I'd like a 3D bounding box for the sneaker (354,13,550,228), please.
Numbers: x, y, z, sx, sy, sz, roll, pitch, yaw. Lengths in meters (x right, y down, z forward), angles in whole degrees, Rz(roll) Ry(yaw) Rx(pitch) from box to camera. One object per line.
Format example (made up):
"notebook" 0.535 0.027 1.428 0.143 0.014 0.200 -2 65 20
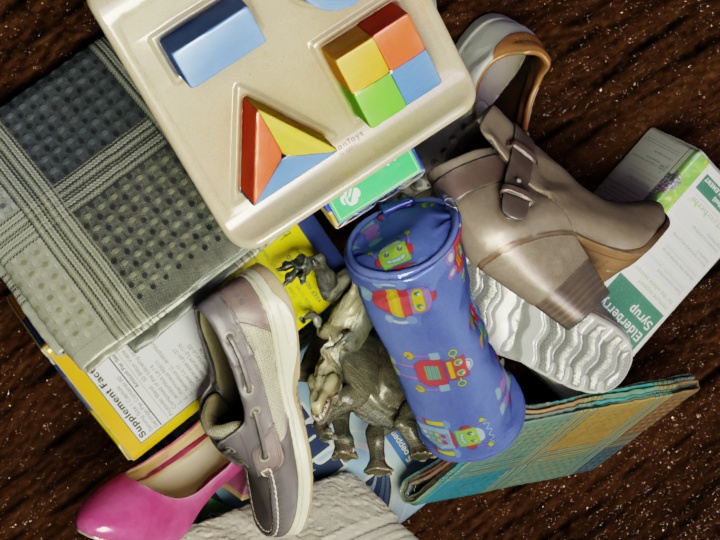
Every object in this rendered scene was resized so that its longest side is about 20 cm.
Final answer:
"sneaker" 0.064 -0.086 1.549 0.073 0.085 0.201 25 99 -30

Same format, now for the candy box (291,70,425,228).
"candy box" -0.051 -0.150 1.429 0.077 0.169 0.200 -32 117 -3

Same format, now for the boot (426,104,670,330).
"boot" 0.128 -0.050 1.493 0.070 0.200 0.146 -39 92 33

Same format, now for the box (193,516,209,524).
"box" -0.092 0.267 1.557 0.199 0.104 0.149 10 120 -9

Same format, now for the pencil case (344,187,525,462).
"pencil case" 0.050 0.036 1.436 0.078 0.087 0.200 -13 133 10

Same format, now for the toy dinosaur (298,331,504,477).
"toy dinosaur" 0.005 0.081 1.538 0.199 0.077 0.103 15 62 -25

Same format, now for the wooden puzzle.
"wooden puzzle" -0.040 -0.133 1.318 0.185 0.046 0.200 -33 117 -6

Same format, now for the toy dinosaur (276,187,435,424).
"toy dinosaur" 0.000 0.000 1.454 0.200 0.047 0.088 -57 136 -10

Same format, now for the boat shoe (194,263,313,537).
"boat shoe" -0.074 0.092 1.430 0.065 0.072 0.201 -18 125 -23

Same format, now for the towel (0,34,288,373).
"towel" -0.157 -0.052 1.430 0.192 0.200 0.035 -36 157 -9

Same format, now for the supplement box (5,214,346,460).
"supplement box" -0.122 0.012 1.493 0.200 0.109 0.109 -38 118 -7

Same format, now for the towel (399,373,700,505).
"towel" 0.139 0.123 1.610 0.199 0.022 0.147 -7 154 -40

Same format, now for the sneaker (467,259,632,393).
"sneaker" 0.098 0.023 1.547 0.199 0.082 0.075 31 104 3

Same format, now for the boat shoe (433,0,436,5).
"boat shoe" 0.022 -0.206 1.484 0.072 0.069 0.201 5 111 0

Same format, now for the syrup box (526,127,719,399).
"syrup box" 0.192 -0.001 1.633 0.200 0.081 0.079 -49 117 -2

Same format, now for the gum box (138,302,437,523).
"gum box" -0.039 0.135 1.608 0.200 0.045 0.170 -38 118 -7

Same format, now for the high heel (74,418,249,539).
"high heel" -0.113 0.122 1.474 0.200 0.067 0.096 -11 122 -48

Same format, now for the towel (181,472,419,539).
"towel" -0.039 0.204 1.501 0.199 0.132 0.035 -17 136 -40
